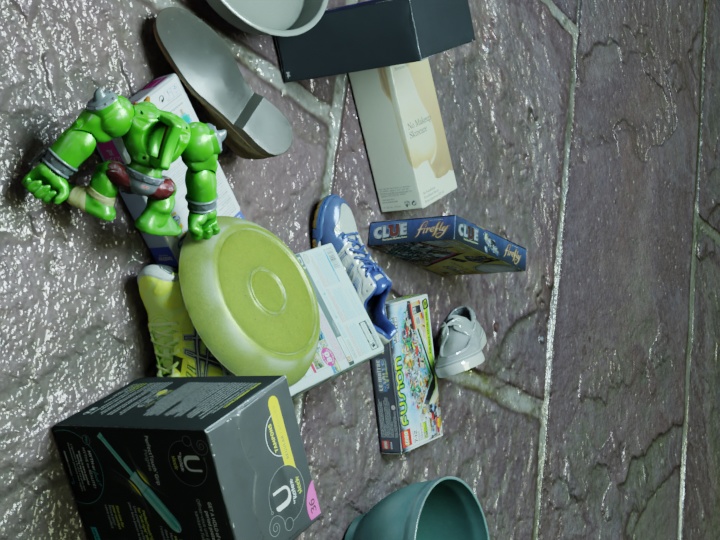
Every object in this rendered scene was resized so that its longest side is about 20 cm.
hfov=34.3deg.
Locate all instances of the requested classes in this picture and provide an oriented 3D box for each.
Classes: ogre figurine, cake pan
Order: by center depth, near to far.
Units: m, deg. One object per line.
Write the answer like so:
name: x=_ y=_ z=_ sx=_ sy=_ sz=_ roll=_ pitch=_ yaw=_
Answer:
ogre figurine: x=-0.208 y=-0.101 z=1.123 sx=0.200 sy=0.098 sz=0.120 roll=22 pitch=106 yaw=-18
cake pan: x=-0.121 y=-0.357 z=1.335 sx=0.200 sy=0.037 sz=0.201 roll=16 pitch=66 yaw=-40

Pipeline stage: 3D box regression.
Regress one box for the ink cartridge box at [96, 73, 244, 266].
ink cartridge box: x=-0.197 y=-0.091 z=1.237 sx=0.119 sy=0.042 sz=0.200 roll=-49 pitch=123 yaw=-43

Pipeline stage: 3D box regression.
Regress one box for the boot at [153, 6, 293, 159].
boot: x=-0.165 y=-0.197 z=1.281 sx=0.200 sy=0.075 sz=0.074 roll=50 pitch=58 yaw=-21

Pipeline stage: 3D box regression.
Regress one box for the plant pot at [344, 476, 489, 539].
plant pot: x=0.061 y=0.364 z=1.475 sx=0.200 sy=0.134 sz=0.201 roll=21 pitch=64 yaw=-55

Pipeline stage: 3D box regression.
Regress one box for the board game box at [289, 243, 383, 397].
board game box: x=-0.075 y=0.063 z=1.336 sx=0.200 sy=0.064 sz=0.148 roll=-19 pitch=80 yaw=-56

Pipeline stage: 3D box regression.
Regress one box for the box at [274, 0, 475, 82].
box: x=0.016 y=-0.289 z=1.420 sx=0.141 sy=0.200 sz=0.079 roll=-35 pitch=116 yaw=-51

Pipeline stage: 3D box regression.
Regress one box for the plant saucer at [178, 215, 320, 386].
plant saucer: x=-0.106 y=0.027 z=1.235 sx=0.200 sy=0.031 sz=0.200 roll=34 pitch=42 yaw=-37

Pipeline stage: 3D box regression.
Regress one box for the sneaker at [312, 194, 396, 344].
sneaker: x=0.000 y=0.000 z=1.469 sx=0.075 sy=0.088 sz=0.200 roll=-24 pitch=105 yaw=-51

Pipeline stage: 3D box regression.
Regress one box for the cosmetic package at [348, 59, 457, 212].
cosmetic package: x=0.059 y=-0.190 z=1.584 sx=0.105 sy=0.071 sz=0.200 roll=-34 pitch=115 yaw=-51

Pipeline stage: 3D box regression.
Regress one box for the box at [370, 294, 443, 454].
box: x=0.060 y=0.139 z=1.586 sx=0.110 sy=0.035 sz=0.200 roll=-13 pitch=98 yaw=-54

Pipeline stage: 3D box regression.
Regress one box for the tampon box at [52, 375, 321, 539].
tampon box: x=-0.164 y=0.191 z=1.119 sx=0.126 sy=0.200 sz=0.150 roll=-31 pitch=112 yaw=-52

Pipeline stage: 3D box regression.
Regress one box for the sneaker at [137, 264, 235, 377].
sneaker: x=-0.181 y=0.086 z=1.213 sx=0.076 sy=0.075 sz=0.200 roll=-49 pitch=124 yaw=-47

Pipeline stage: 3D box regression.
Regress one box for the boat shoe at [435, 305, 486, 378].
boat shoe: x=0.139 y=0.095 z=1.642 sx=0.069 sy=0.072 sz=0.200 roll=67 pitch=21 yaw=-7

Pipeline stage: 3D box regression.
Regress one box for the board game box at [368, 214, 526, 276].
board game box: x=0.122 y=-0.032 z=1.605 sx=0.200 sy=0.135 sz=0.035 roll=20 pitch=70 yaw=-53
